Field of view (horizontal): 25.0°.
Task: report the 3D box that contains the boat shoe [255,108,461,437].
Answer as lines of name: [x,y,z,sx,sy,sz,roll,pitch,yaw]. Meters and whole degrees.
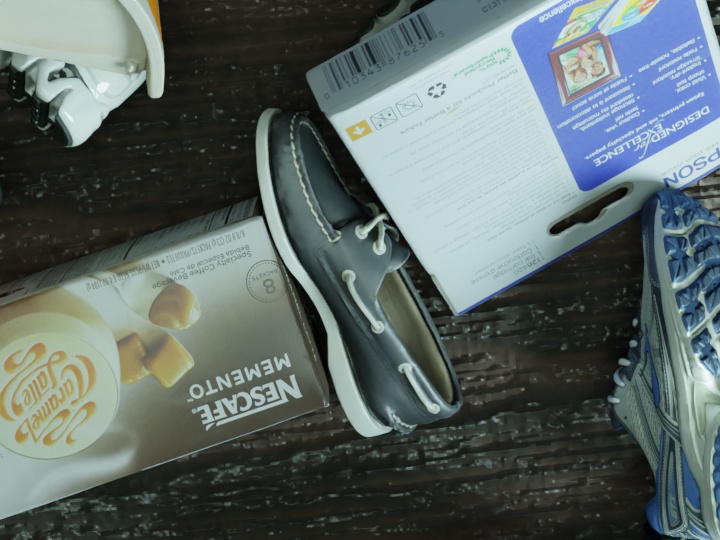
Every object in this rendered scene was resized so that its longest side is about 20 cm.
boat shoe: [0.000,0.000,0.890,0.060,0.074,0.201,-12,109,24]

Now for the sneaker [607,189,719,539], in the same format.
sneaker: [0.172,0.056,0.909,0.085,0.077,0.202,-16,79,43]

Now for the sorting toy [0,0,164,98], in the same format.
sorting toy: [-0.184,-0.200,0.812,0.198,0.181,0.107,9,143,-22]

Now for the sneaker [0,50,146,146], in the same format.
sneaker: [-0.190,-0.165,0.874,0.081,0.075,0.200,-39,96,-16]

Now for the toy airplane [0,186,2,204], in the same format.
toy airplane: [-0.283,-0.003,0.823,0.141,0.199,0.200,38,91,-25]

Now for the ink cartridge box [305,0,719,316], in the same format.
ink cartridge box: [0.097,-0.083,0.867,0.197,0.047,0.200,-29,145,4]

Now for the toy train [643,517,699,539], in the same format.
toy train: [0.235,0.092,0.937,0.034,0.046,0.200,37,99,-8]

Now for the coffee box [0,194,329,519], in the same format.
coffee box: [-0.127,0.046,0.905,0.199,0.080,0.115,-18,101,3]

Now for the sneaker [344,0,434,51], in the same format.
sneaker: [0.082,-0.142,0.886,0.199,0.077,0.085,-36,119,11]
